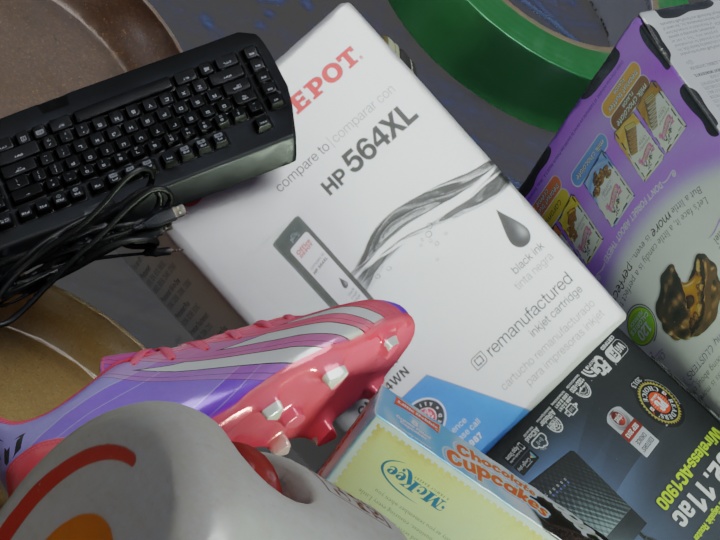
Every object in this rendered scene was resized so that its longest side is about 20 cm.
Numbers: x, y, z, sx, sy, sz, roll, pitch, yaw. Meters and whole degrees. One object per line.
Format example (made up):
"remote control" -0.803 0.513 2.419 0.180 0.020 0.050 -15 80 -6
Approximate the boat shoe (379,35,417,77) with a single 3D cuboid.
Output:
"boat shoe" 0.012 -0.032 1.441 0.066 0.072 0.202 27 44 -23

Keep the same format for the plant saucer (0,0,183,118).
"plant saucer" -0.173 -0.099 1.384 0.199 0.035 0.201 21 41 -20

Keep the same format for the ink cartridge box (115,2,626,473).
"ink cartridge box" 0.000 0.000 1.316 0.146 0.084 0.200 -43 90 -18

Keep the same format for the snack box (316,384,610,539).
"snack box" 0.057 0.154 1.243 0.200 0.116 0.037 35 20 -5

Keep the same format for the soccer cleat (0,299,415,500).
"soccer cleat" -0.067 0.051 1.211 0.199 0.067 0.077 -29 64 -24

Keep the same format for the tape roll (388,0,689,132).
"tape roll" 0.103 -0.170 1.665 0.200 0.048 0.201 22 41 -20

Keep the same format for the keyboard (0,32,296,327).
"keyboard" -0.122 -0.045 1.239 0.199 0.040 0.104 -22 58 -8

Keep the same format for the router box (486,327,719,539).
"router box" 0.121 0.130 1.365 0.150 0.062 0.200 43 38 4

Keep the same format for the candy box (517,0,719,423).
"candy box" 0.182 -0.010 1.465 0.071 0.168 0.200 -15 62 -37

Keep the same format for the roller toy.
"roller toy" -0.064 0.154 1.081 0.139 0.200 0.183 31 45 -29

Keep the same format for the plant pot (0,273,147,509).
"plant pot" -0.153 0.082 1.223 0.199 0.028 0.201 21 41 -19
